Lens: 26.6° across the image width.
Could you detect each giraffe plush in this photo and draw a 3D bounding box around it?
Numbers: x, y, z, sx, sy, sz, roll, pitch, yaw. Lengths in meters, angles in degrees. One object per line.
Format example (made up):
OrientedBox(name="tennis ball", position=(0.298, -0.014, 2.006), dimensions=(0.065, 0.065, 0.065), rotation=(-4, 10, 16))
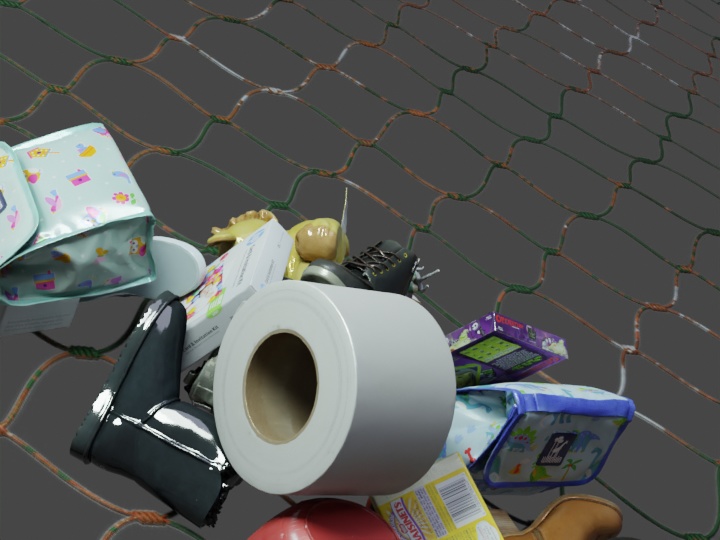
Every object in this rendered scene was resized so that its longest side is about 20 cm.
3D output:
OrientedBox(name="giraffe plush", position=(-0.102, -0.012, 1.854), dimensions=(0.162, 0.173, 0.200), rotation=(2, 58, 5))

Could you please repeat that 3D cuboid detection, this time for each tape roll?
OrientedBox(name="tape roll", position=(-0.027, 0.115, 1.456), dimensions=(0.139, 0.203, 0.203), rotation=(7, 31, -45))

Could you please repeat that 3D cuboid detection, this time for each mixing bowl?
OrientedBox(name="mixing bowl", position=(-0.027, 0.287, 1.434), dimensions=(0.200, 0.109, 0.200), rotation=(19, 28, -10))

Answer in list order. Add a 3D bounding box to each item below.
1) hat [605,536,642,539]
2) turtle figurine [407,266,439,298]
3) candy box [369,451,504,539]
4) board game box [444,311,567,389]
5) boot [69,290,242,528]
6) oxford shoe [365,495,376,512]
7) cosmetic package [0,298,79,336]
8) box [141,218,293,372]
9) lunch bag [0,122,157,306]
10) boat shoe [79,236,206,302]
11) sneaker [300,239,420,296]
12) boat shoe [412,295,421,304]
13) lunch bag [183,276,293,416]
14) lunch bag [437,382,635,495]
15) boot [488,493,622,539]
OrientedBox(name="hat", position=(0.308, 0.368, 1.592), dimensions=(0.200, 0.081, 0.201), rotation=(30, 26, -16))
OrientedBox(name="turtle figurine", position=(0.083, 0.075, 1.833), dimensions=(0.150, 0.101, 0.200), rotation=(51, -4, 15))
OrientedBox(name="candy box", position=(0.096, 0.288, 1.497), dimensions=(0.102, 0.026, 0.200), rotation=(-23, 69, -9))
OrientedBox(name="board game box", position=(0.118, 0.108, 1.702), dimensions=(0.120, 0.200, 0.032), rotation=(26, 50, -35))
OrientedBox(name="boot", position=(-0.173, 0.140, 1.525), dimensions=(0.168, 0.076, 0.200), rotation=(26, 70, 4))
OrientedBox(name="oxford shoe", position=(0.091, 0.295, 1.556), dimensions=(0.200, 0.071, 0.073), rotation=(48, 4, 14))
OrientedBox(name="cosmetic package", position=(-0.404, -0.016, 1.693), dimensions=(0.102, 0.074, 0.200), rotation=(-7, 43, -44))
OrientedBox(name="box", position=(-0.168, 0.044, 1.647), dimensions=(0.041, 0.200, 0.156), rotation=(49, 23, -18))
OrientedBox(name="lunch bag", position=(-0.336, -0.053, 1.610), dimensions=(0.199, 0.122, 0.171), rotation=(-15, 48, -20))
OrientedBox(name="boat shoe", position=(-0.240, -0.007, 1.724), dimensions=(0.200, 0.071, 0.091), rotation=(-4, 10, 32))
OrientedBox(name="sneaker", position=(0.000, 0.000, 1.731), dimensions=(0.075, 0.106, 0.200), rotation=(20, -11, 25))
OrientedBox(name="boat shoe", position=(0.012, 0.022, 1.894), dimensions=(0.069, 0.071, 0.200), rotation=(49, 3, 24))
OrientedBox(name="lunch bag", position=(-0.070, 0.124, 1.646), dimensions=(0.200, 0.140, 0.168), rotation=(30, 41, 9))
OrientedBox(name="lunch bag", position=(0.178, 0.178, 1.674), dimensions=(0.170, 0.200, 0.128), rotation=(5, 64, -34))
OrientedBox(name="boot", position=(0.219, 0.318, 1.614), dimensions=(0.199, 0.074, 0.155), rotation=(-4, 35, -22))
